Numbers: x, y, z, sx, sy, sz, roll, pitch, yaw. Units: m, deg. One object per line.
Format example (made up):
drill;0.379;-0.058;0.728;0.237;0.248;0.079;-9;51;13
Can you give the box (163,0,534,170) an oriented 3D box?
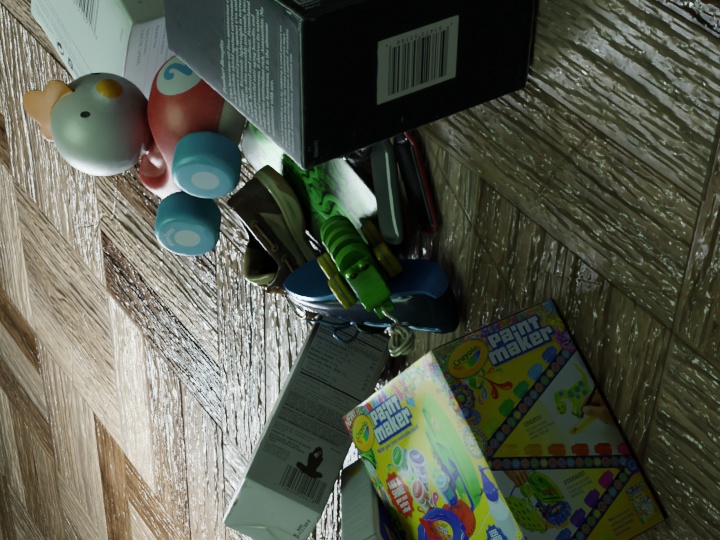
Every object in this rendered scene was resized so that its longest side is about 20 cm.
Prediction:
box;-0.011;-0.193;1.015;0.198;0.199;0.124;44;145;40

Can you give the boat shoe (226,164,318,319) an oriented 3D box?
boat shoe;-0.085;-0.013;1.381;0.072;0.072;0.200;41;159;34

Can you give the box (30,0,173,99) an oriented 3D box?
box;-0.229;-0.272;1.425;0.199;0.130;0.200;57;151;20

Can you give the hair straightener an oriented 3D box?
hair straightener;0.010;-0.115;1.165;0.041;0.077;0.201;22;128;57

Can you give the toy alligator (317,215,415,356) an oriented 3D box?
toy alligator;0.000;0.000;1.190;0.054;0.059;0.200;52;-175;-33

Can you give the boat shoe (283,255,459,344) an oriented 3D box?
boat shoe;0.005;0.032;1.267;0.200;0.084;0.069;11;138;53

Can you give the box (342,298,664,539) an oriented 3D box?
box;0.107;0.157;1.140;0.193;0.122;0.200;64;152;11

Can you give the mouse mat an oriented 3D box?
mouse mat;-0.039;-0.076;1.302;0.200;0.008;0.161;50;156;10

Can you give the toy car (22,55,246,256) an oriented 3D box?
toy car;-0.210;-0.141;1.299;0.177;0.199;0.185;117;160;-52

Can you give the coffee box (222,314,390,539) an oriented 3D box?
coffee box;-0.048;0.149;1.324;0.079;0.201;0.114;26;145;-2

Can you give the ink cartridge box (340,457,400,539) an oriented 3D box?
ink cartridge box;0.043;0.269;1.263;0.198;0.047;0.200;60;-172;-17
